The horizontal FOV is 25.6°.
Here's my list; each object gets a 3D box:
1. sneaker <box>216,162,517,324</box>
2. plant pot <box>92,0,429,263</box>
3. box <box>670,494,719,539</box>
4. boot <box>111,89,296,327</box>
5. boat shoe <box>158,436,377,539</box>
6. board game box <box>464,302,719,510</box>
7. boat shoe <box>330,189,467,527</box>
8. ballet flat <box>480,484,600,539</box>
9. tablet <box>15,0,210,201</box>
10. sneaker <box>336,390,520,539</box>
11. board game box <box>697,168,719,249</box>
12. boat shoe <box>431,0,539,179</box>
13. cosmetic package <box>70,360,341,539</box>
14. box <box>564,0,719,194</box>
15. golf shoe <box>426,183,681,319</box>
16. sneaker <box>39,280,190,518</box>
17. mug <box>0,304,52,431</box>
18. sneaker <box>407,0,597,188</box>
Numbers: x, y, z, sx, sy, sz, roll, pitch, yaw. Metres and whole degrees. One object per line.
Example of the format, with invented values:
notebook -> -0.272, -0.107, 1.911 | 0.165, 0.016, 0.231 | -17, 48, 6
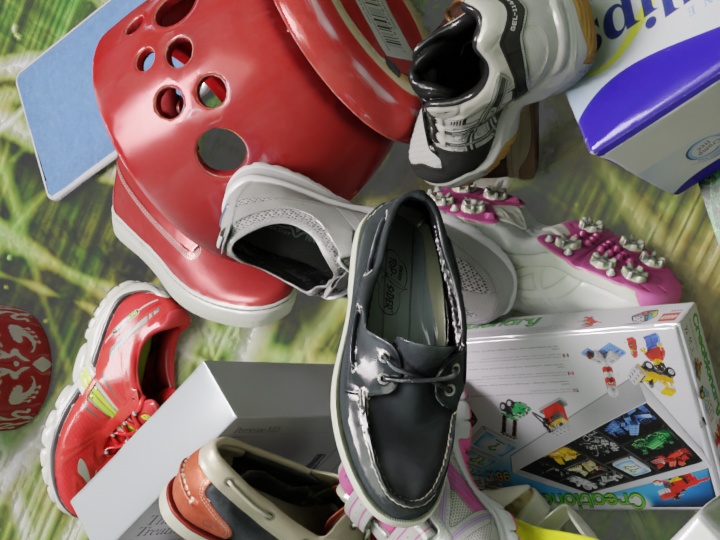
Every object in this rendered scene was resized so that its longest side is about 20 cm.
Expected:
sneaker -> 0.000, 0.000, 1.006 | 0.199, 0.082, 0.075 | 16, 125, 3
plant pot -> -0.057, -0.132, 1.098 | 0.182, 0.200, 0.201 | -33, 67, 26
box -> 0.192, 0.224, 0.865 | 0.131, 0.200, 0.199 | 47, 111, 17
boot -> -0.122, -0.056, 1.181 | 0.200, 0.072, 0.145 | 36, 137, 35
boat shoe -> -0.028, 0.157, 0.999 | 0.063, 0.199, 0.071 | -49, 32, 29
board game box -> 0.131, 0.091, 1.005 | 0.199, 0.035, 0.127 | -6, 110, 36
boat shoe -> 0.029, 0.044, 0.916 | 0.066, 0.074, 0.200 | 129, 149, -61
ballet flat -> 0.102, 0.170, 0.989 | 0.067, 0.067, 0.200 | -49, 20, -9
tablet -> -0.210, -0.158, 1.327 | 0.200, 0.014, 0.131 | -31, 68, 29
sneaker -> 0.030, 0.144, 0.954 | 0.082, 0.088, 0.200 | -58, 35, 33
board game box -> 0.270, -0.016, 0.954 | 0.105, 0.023, 0.201 | -27, 70, 34
boat shoe -> 0.081, -0.160, 1.067 | 0.072, 0.072, 0.201 | -3, 90, 10
cosmetic package -> -0.077, 0.127, 1.084 | 0.151, 0.200, 0.052 | -48, 62, 23
box -> 0.206, -0.182, 0.952 | 0.184, 0.105, 0.201 | -34, 59, 30
golf shoe -> 0.119, 0.007, 1.043 | 0.200, 0.075, 0.092 | 23, 116, 37
sneaker -> -0.189, 0.109, 1.249 | 0.085, 0.077, 0.201 | 22, 99, 30
mug -> -0.378, 0.069, 1.313 | 0.177, 0.200, 0.134 | 26, 101, 36
sneaker -> 0.060, -0.114, 0.965 | 0.200, 0.087, 0.076 | 130, 130, -56
